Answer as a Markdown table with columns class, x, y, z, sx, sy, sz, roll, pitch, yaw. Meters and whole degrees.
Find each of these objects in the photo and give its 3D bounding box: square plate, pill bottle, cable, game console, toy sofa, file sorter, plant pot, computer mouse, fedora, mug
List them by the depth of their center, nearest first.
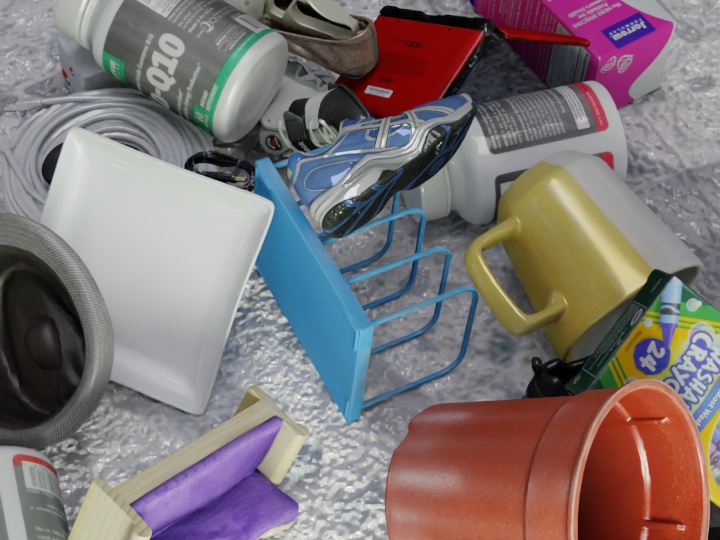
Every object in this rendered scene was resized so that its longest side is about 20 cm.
| class | x | y | z | sx | sy | sz | roll | pitch | yaw |
| --- | --- | --- | --- | --- | --- | --- | --- | --- | --- |
| plant pot | 0.137 | 0.181 | 1.329 | 0.195 | 0.201 | 0.201 | -1 | 46 | 40 |
| pill bottle | -0.275 | 0.248 | 1.332 | 0.113 | 0.114 | 0.201 | -12 | 56 | -11 |
| toy sofa | -0.125 | 0.182 | 1.363 | 0.098 | 0.083 | 0.200 | 43 | 41 | 17 |
| fedora | -0.285 | 0.052 | 1.461 | 0.177 | 0.090 | 0.200 | -39 | 81 | 11 |
| mug | 0.189 | -0.022 | 1.486 | 0.149 | 0.186 | 0.154 | -39 | 72 | 18 |
| square plate | -0.194 | 0.000 | 1.502 | 0.197 | 0.028 | 0.201 | 21 | 97 | 7 |
| file sorter | 0.000 | 0.000 | 1.509 | 0.122 | 0.139 | 0.200 | -20 | 58 | -20 |
| computer mouse | -0.190 | -0.092 | 1.530 | 0.199 | 0.034 | 0.059 | 1 | 53 | 7 |
| pill bottle | -0.176 | -0.214 | 1.590 | 0.199 | 0.113 | 0.113 | 31 | 59 | 13 |
| cable | -0.233 | -0.082 | 1.598 | 0.199 | 0.069 | 0.201 | -12 | 57 | -11 |
| pill bottle | 0.139 | -0.105 | 1.603 | 0.199 | 0.111 | 0.111 | -13 | 56 | -11 |
| game console | 0.091 | -0.191 | 1.655 | 0.173 | 0.119 | 0.200 | -57 | 30 | -6 |

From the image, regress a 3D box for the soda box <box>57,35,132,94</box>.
| class | x | y | z | sx | sy | sz | roll | pitch | yaw |
| --- | --- | --- | --- | --- | --- | --- | --- | --- | --- |
| soda box | -0.195 | -0.224 | 1.700 | 0.199 | 0.068 | 0.064 | -25 | 59 | -19 |

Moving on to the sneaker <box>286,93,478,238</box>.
| class | x | y | z | sx | sy | sz | roll | pitch | yaw |
| --- | --- | --- | --- | --- | --- | --- | --- | --- | --- |
| sneaker | 0.023 | -0.108 | 1.462 | 0.200 | 0.076 | 0.077 | -33 | 68 | -34 |

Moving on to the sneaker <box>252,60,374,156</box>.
| class | x | y | z | sx | sy | sz | roll | pitch | yaw |
| --- | --- | --- | --- | --- | --- | --- | --- | --- | --- |
| sneaker | -0.046 | -0.133 | 1.619 | 0.088 | 0.074 | 0.200 | -42 | 32 | -12 |

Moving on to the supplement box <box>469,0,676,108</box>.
| class | x | y | z | sx | sy | sz | roll | pitch | yaw |
| --- | --- | --- | --- | --- | --- | --- | --- | --- | --- |
| supplement box | 0.210 | -0.260 | 1.722 | 0.101 | 0.104 | 0.200 | -27 | 62 | -21 |

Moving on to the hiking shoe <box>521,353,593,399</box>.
| class | x | y | z | sx | sy | sz | roll | pitch | yaw |
| --- | --- | --- | --- | --- | --- | --- | --- | --- | --- |
| hiking shoe | 0.238 | 0.110 | 1.458 | 0.199 | 0.101 | 0.076 | 0 | 55 | -2 |

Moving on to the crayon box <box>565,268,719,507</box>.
| class | x | y | z | sx | sy | sz | roll | pitch | yaw |
| --- | --- | --- | --- | --- | --- | --- | --- | --- | --- |
| crayon box | 0.286 | 0.109 | 1.406 | 0.200 | 0.052 | 0.126 | 37 | 91 | -12 |

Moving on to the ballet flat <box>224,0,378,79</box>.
| class | x | y | z | sx | sy | sz | roll | pitch | yaw |
| --- | --- | --- | --- | --- | --- | --- | --- | --- | --- |
| ballet flat | -0.074 | -0.247 | 1.643 | 0.199 | 0.067 | 0.068 | 17 | 52 | 6 |

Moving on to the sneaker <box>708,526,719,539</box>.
| class | x | y | z | sx | sy | sz | roll | pitch | yaw |
| --- | --- | --- | --- | --- | --- | --- | --- | --- | --- |
| sneaker | 0.268 | 0.254 | 1.384 | 0.199 | 0.070 | 0.078 | -14 | 42 | -12 |
